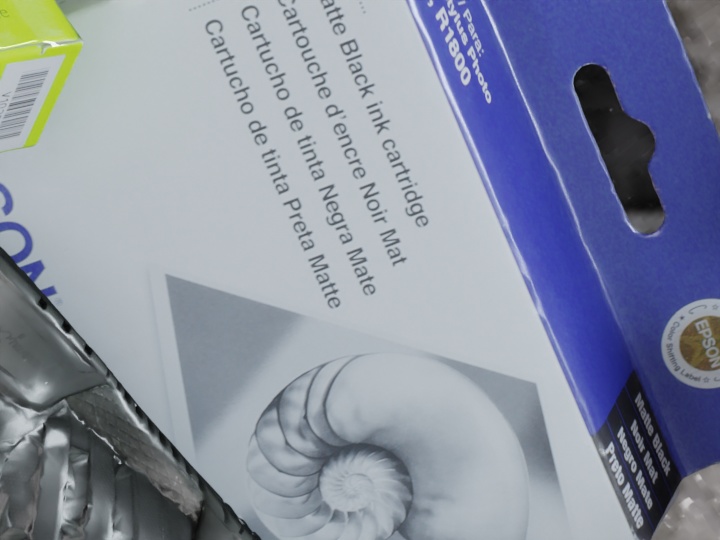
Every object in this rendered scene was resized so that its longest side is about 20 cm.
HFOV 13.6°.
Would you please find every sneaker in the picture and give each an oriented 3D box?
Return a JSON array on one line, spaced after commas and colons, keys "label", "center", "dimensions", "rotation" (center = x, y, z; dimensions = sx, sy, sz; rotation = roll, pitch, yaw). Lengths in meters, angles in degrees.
[{"label": "sneaker", "center": [-0.094, 0.067, 0.757], "dimensions": [0.104, 0.060, 0.200], "rotation": [-41, 102, -5]}]

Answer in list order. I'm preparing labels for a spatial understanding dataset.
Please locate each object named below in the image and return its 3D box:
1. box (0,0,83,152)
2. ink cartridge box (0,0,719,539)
[{"label": "box", "center": [-0.167, -0.107, 0.729], "dimensions": [0.200, 0.122, 0.048], "rotation": [57, 140, 24]}, {"label": "ink cartridge box", "center": [0.000, 0.000, 0.790], "dimensions": [0.199, 0.041, 0.200], "rotation": [-21, 111, 11]}]
